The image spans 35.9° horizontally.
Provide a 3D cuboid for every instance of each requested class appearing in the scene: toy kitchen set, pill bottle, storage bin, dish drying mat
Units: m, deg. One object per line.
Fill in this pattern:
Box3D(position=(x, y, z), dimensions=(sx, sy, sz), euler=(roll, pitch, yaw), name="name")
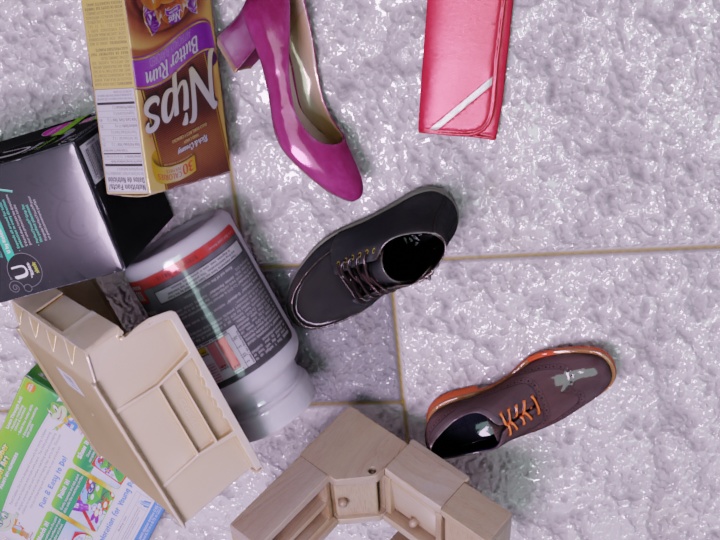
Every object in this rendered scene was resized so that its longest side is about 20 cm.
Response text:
Box3D(position=(0.015, 0.281, 1.062), dimensions=(0.198, 0.180, 0.165), euler=(29, 142, 30), name="toy kitchen set")
Box3D(position=(-0.129, 0.055, 1.061), dimensions=(0.114, 0.116, 0.202), euler=(-25, 104, 18), name="pill bottle")
Box3D(position=(-0.213, 0.106, 1.025), dimensions=(0.093, 0.199, 0.201), euler=(-37, 121, -23), name="storage bin")
Box3D(position=(0.094, -0.217, 0.974), dimensions=(0.075, 0.018, 0.204), euler=(7, 111, 9), name="dish drying mat")

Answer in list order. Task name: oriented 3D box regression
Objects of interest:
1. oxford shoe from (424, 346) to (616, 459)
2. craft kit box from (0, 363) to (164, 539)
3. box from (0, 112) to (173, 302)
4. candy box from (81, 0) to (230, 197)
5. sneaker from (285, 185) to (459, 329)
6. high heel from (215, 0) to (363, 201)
Box3D(position=(0.153, 0.135, 1.064), dimensions=(0.198, 0.073, 0.072), euler=(-26, 104, 18), name="oxford shoe")
Box3D(position=(-0.305, 0.230, 1.198), dimensions=(0.195, 0.049, 0.202), euler=(30, 112, -4), name="craft kit box")
Box3D(position=(-0.302, -0.057, 1.033), dimensions=(0.197, 0.149, 0.126), euler=(-14, 109, 15), name="box")
Box3D(position=(-0.177, -0.175, 0.969), dimensions=(0.056, 0.116, 0.204), euler=(4, 106, 31), name="candy box")
Box3D(position=(0.000, 0.000, 1.023), dimensions=(0.199, 0.106, 0.075), euler=(-37, 101, 20), name="sneaker")
Box3D(position=(-0.040, -0.162, 0.993), dimensions=(0.095, 0.067, 0.202), euler=(-35, 88, 31), name="high heel")
